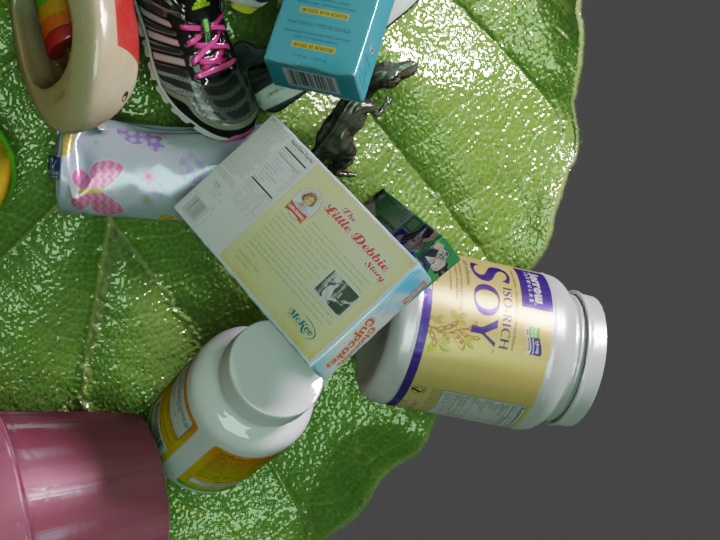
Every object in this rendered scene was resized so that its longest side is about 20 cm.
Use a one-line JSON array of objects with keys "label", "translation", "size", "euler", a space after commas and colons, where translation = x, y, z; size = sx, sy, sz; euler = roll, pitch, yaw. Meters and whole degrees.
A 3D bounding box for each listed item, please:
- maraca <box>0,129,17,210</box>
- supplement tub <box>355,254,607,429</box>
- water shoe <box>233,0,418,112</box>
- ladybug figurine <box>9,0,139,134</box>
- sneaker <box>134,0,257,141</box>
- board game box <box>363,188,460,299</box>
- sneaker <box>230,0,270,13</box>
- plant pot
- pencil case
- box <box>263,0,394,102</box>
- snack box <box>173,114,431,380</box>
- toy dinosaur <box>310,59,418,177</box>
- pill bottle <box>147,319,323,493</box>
[{"label": "maraca", "translation": [-0.371, -0.098, 1.087], "size": [0.137, 0.107, 0.200], "euler": [-37, 134, 9]}, {"label": "supplement tub", "translation": [0.107, 0.064, 1.209], "size": [0.198, 0.145, 0.147], "euler": [11, 99, -13]}, {"label": "water shoe", "translation": [-0.025, -0.224, 1.163], "size": [0.200, 0.071, 0.079], "euler": [-39, 98, -4]}, {"label": "ladybug figurine", "translation": [-0.233, -0.209, 1.096], "size": [0.072, 0.135, 0.201], "euler": [-2, 74, -41]}, {"label": "sneaker", "translation": [-0.141, -0.204, 1.110], "size": [0.073, 0.087, 0.201], "euler": [-26, 90, -30]}, {"label": "board game box", "translation": [0.000, 0.000, 1.146], "size": [0.134, 0.200, 0.029], "euler": [-41, 109, 0]}, {"label": "sneaker", "translation": [-0.085, -0.314, 1.078], "size": [0.084, 0.074, 0.202], "euler": [-8, 100, 26]}, {"label": "plant pot", "translation": [-0.269, 0.202, 1.152], "size": [0.178, 0.200, 0.202], "euler": [-9, 104, -25]}, {"label": "pencil case", "translation": [-0.168, -0.088, 1.157], "size": [0.198, 0.083, 0.091], "euler": [4, 93, -12]}, {"label": "box", "translation": [-0.012, -0.247, 1.118], "size": [0.082, 0.049, 0.201], "euler": [12, 73, 12]}, {"label": "snack box", "translation": [-0.050, -0.022, 1.065], "size": [0.116, 0.200, 0.037], "euler": [-42, 150, -1]}, {"label": "toy dinosaur", "translation": [-0.018, -0.116, 1.175], "size": [0.047, 0.088, 0.200], "euler": [40, 109, 8]}, {"label": "pill bottle", "translation": [-0.105, 0.114, 1.139], "size": [0.110, 0.200, 0.112], "euler": [10, 64, -22]}]
